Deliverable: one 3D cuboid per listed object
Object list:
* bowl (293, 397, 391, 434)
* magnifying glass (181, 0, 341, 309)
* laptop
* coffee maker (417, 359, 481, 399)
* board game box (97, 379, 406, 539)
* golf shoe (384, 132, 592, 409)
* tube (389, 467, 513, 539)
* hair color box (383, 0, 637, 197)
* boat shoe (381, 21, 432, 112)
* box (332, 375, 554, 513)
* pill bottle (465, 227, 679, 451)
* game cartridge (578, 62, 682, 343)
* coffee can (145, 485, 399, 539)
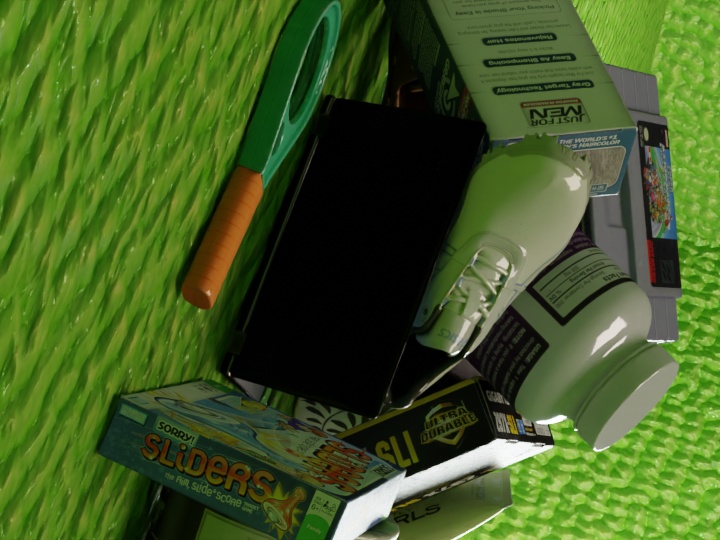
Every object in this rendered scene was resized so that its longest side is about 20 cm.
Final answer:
[{"bbox_3d":[0.026,0.058,1.781,0.201,0.093,0.202,21,90,-81],"label":"bowl"},{"bbox_3d":[-0.053,-0.068,1.287,0.080,0.022,0.201,91,21,-63],"label":"magnifying glass"},{"bbox_3d":[0.000,0.000,1.442,0.200,0.115,0.189,63,48,-77],"label":"laptop"},{"bbox_3d":[0.077,-0.005,1.649,0.201,0.191,0.135,-66,-174,-16],"label":"coffee maker"},{"bbox_3d":[-0.055,0.107,1.280,0.200,0.134,0.035,-1,115,-81],"label":"board game box"},{"bbox_3d":[0.071,0.008,1.362,0.200,0.078,0.098,-52,-163,37],"label":"golf shoe"},{"bbox_3d":[0.020,0.195,1.668,0.052,0.199,0.058,55,14,-53],"label":"tube"},{"bbox_3d":[0.091,-0.132,1.449,0.061,0.099,0.201,101,-24,-44],"label":"hair color box"},{"bbox_3d":[0.051,-0.126,1.549,0.068,0.071,0.202,180,-72,-75],"label":"boat shoe"},{"bbox_3d":[0.019,0.133,1.565,0.050,0.199,0.160,69,16,11],"label":"box"},{"bbox_3d":[0.108,0.019,1.479,0.112,0.200,0.113,-38,160,-17],"label":"pill bottle"},{"bbox_3d":[0.189,-0.048,1.665,0.129,0.038,0.202,2,82,-53],"label":"game cartridge"},{"bbox_3d":[-0.075,0.225,1.370,0.146,0.145,0.202,-10,120,-79],"label":"coffee can"}]
